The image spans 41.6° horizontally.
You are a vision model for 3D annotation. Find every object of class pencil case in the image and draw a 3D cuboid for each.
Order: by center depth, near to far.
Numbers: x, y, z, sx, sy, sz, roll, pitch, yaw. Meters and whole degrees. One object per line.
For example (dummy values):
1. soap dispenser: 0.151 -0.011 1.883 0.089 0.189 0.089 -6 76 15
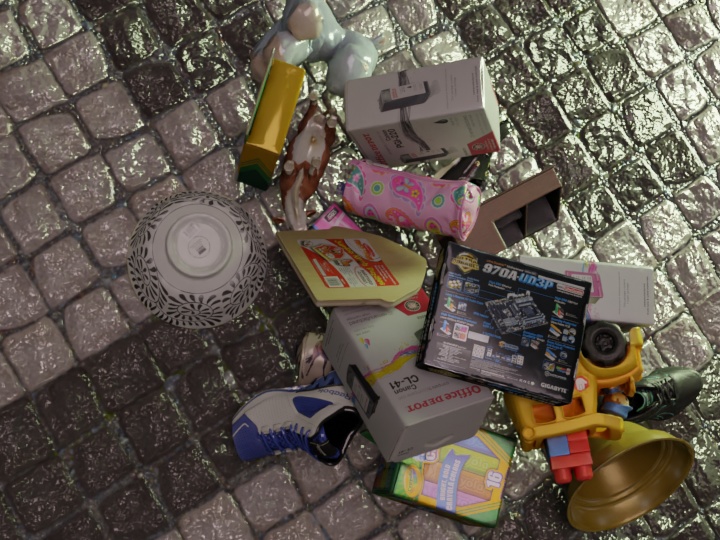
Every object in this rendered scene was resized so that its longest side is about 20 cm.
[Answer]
1. pencil case: 0.006 0.139 1.331 0.197 0.090 0.078 9 49 -10
2. pencil case: 0.070 -0.102 1.345 0.198 0.087 0.088 16 74 25

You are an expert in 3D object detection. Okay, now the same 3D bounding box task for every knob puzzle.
1. knob puzzle: 0.000 0.000 1.294 0.217 0.220 0.031 8 119 -10

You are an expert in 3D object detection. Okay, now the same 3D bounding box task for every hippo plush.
1. hippo plush: -0.060 -0.318 1.399 0.160 0.159 0.201 34 31 -20

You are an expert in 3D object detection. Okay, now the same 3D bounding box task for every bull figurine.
1. bull figurine: -0.078 -0.153 1.355 0.064 0.122 0.202 14 69 -5

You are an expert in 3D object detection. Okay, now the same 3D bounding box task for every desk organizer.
1. desk organizer: 0.215 -0.074 1.418 0.198 0.072 0.078 -28 87 -15

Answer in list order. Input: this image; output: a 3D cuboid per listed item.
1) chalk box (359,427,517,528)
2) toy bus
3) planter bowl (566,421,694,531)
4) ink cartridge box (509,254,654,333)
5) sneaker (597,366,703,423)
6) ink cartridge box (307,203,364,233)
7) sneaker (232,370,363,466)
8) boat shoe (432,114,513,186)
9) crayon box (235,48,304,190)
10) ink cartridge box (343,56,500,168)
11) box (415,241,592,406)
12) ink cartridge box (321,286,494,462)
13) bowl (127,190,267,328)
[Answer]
1. chalk box: 0.092 0.264 1.299 0.198 0.124 0.125 18 76 -6
2. toy bus: 0.292 0.181 1.261 0.197 0.136 0.194 -13 67 3
3. planter bowl: 0.364 0.275 1.347 0.198 0.202 0.084 -14 45 -14
4. ink cartridge box: 0.284 0.039 1.317 0.197 0.145 0.086 6 77 -10
5. sneaker: 0.431 0.192 1.403 0.198 0.079 0.076 -17 82 -15
6. ink cartridge box: -0.003 0.006 1.379 0.200 0.037 0.095 45 74 -2
7. sneaker: -0.078 0.207 1.250 0.197 0.116 0.081 -23 117 6
8. boat shoe: 0.161 -0.152 1.423 0.063 0.074 0.201 45 79 1
9. crayon box: -0.124 -0.201 1.302 0.051 0.200 0.127 17 76 -7
10. ink cartridge box: 0.089 -0.218 1.343 0.197 0.146 0.086 -5 71 17
11. box: 0.181 0.069 1.192 0.197 0.046 0.161 15 75 -6
12. ink cartridge box: 0.059 0.130 1.233 0.146 0.086 0.201 -12 50 -29
13. bowl: -0.223 -0.026 1.310 0.198 0.094 0.204 2 78 -11
